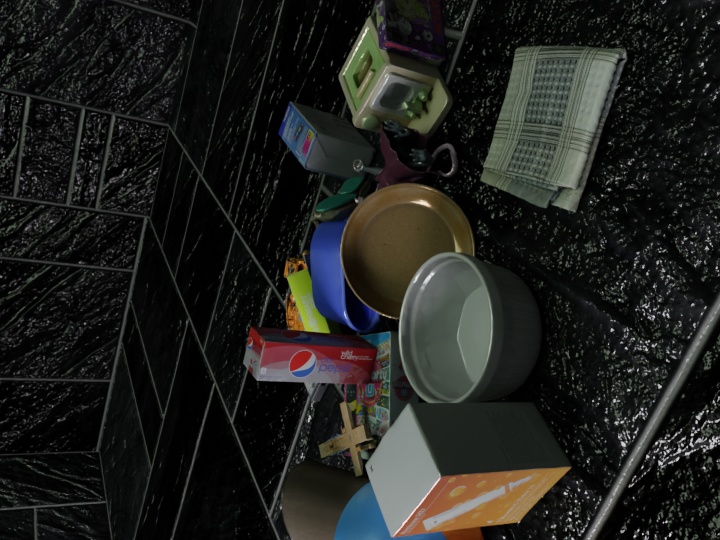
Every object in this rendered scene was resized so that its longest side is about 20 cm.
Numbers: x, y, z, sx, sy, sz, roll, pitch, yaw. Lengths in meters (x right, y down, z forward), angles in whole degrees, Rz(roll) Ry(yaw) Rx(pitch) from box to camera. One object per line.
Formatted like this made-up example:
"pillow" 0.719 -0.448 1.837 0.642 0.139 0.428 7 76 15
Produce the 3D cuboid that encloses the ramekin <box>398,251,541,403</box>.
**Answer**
"ramekin" 0.148 0.080 0.878 0.200 0.104 0.202 -17 71 58

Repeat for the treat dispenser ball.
"treat dispenser ball" 0.064 0.370 0.869 0.200 0.200 0.203 -18 68 57

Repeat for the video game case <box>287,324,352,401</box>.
"video game case" -0.091 0.132 1.354 0.182 0.025 0.201 -64 35 30

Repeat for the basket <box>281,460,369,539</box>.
"basket" -0.014 0.397 1.065 0.199 0.136 0.181 -18 101 51

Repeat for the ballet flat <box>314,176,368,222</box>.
"ballet flat" -0.023 -0.111 1.163 0.067 0.200 0.063 -3 113 22

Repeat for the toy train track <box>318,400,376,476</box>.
"toy train track" -0.019 0.280 1.081 0.200 0.032 0.116 -44 56 57

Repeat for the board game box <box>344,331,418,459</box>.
"board game box" 0.033 0.208 1.092 0.147 0.064 0.202 -17 69 57

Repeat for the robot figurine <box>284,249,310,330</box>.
"robot figurine" -0.115 0.060 1.306 0.145 0.058 0.202 -166 76 -68

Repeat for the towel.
"towel" 0.235 -0.188 0.852 0.192 0.034 0.202 34 114 57

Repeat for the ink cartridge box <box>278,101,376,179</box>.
"ink cartridge box" -0.073 -0.259 1.292 0.077 0.136 0.200 -63 35 25

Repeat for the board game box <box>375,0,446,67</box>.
"board game box" 0.080 -0.443 1.085 0.032 0.119 0.202 -25 64 52

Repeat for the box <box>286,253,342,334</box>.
"box" -0.077 0.072 1.178 0.122 0.047 0.201 -34 -75 -84

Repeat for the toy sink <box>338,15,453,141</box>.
"toy sink" 0.051 -0.309 1.114 0.131 0.111 0.201 -54 41 40

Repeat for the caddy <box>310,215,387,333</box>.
"caddy" 0.000 0.000 1.065 0.104 0.141 0.202 9 109 39

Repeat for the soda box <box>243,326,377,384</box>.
"soda box" -0.077 0.134 1.033 0.070 0.199 0.064 28 107 57

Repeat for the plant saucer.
"plant saucer" 0.070 -0.028 0.985 0.035 0.198 0.202 -21 -62 -88

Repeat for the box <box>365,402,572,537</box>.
"box" 0.127 0.233 0.787 0.125 0.199 0.098 -62 36 33

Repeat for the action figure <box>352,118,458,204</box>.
"action figure" 0.063 -0.155 1.102 0.201 0.148 0.135 105 167 -53

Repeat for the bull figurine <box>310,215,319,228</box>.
"bull figurine" -0.045 -0.017 1.233 0.201 0.065 0.122 -111 1 -48
